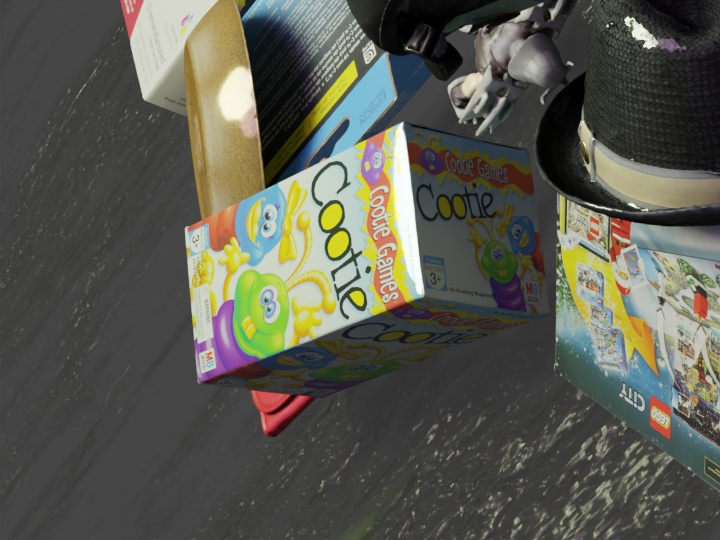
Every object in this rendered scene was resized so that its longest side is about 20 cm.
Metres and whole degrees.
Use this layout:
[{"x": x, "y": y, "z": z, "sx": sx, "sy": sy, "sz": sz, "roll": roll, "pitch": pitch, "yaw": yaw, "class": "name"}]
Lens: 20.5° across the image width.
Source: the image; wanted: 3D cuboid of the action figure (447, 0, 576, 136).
[{"x": 0.080, "y": -0.162, "z": 1.205, "sx": 0.130, "sy": 0.069, "sz": 0.200, "roll": -51, "pitch": 42, "yaw": 16, "class": "action figure"}]

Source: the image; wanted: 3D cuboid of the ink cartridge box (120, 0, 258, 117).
[{"x": -0.087, "y": -0.225, "z": 1.459, "sx": 0.200, "sy": 0.086, "sz": 0.148, "roll": -50, "pitch": 38, "yaw": 31, "class": "ink cartridge box"}]

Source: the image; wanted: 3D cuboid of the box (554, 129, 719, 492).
[{"x": 0.162, "y": 0.022, "z": 0.961, "sx": 0.200, "sy": 0.038, "sz": 0.137, "roll": 38, "pitch": 135, "yaw": 55, "class": "box"}]

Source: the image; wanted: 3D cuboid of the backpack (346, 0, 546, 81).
[{"x": 0.074, "y": -0.206, "z": 0.959, "sx": 0.200, "sy": 0.167, "sz": 0.127, "roll": -19, "pitch": 21, "yaw": 34, "class": "backpack"}]

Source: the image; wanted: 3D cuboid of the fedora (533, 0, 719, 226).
[{"x": 0.164, "y": -0.103, "z": 0.937, "sx": 0.201, "sy": 0.201, "sz": 0.092, "roll": 38, "pitch": 148, "yaw": 56, "class": "fedora"}]

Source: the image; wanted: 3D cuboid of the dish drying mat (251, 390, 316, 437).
[{"x": -0.010, "y": 0.022, "z": 1.284, "sx": 0.200, "sy": 0.018, "sz": 0.077, "roll": -47, "pitch": 40, "yaw": 33, "class": "dish drying mat"}]

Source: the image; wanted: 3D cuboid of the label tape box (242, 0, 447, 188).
[{"x": -0.012, "y": -0.128, "z": 1.319, "sx": 0.144, "sy": 0.063, "sz": 0.200, "roll": -47, "pitch": 40, "yaw": 34, "class": "label tape box"}]

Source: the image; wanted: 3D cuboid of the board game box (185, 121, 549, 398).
[{"x": 0.000, "y": 0.000, "z": 1.177, "sx": 0.200, "sy": 0.105, "sz": 0.103, "roll": -23, "pitch": 66, "yaw": 44, "class": "board game box"}]

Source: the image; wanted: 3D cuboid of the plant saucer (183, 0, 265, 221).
[{"x": -0.093, "y": -0.086, "z": 1.345, "sx": 0.200, "sy": 0.035, "sz": 0.200, "roll": 173, "pitch": 90, "yaw": -82, "class": "plant saucer"}]
